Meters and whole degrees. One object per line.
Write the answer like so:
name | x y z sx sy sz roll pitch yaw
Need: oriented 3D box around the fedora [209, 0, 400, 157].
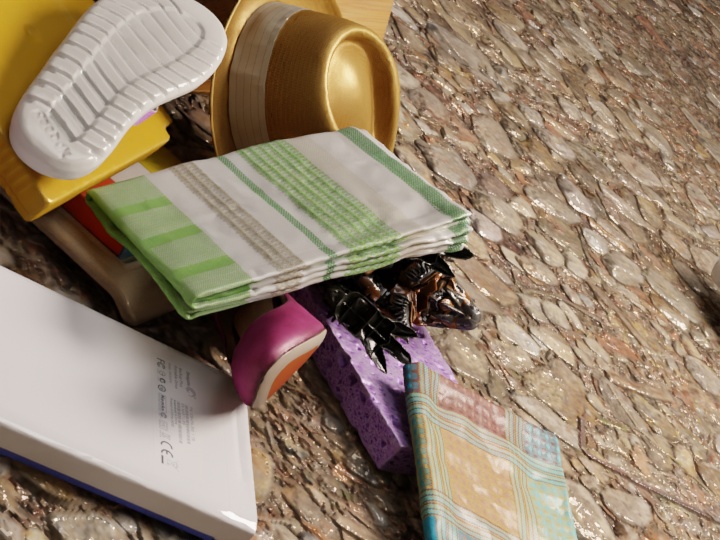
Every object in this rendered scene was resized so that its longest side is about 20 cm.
fedora | -0.027 -0.118 1.197 0.081 0.202 0.200 9 11 29

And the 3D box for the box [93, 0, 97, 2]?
box | -0.212 -0.242 1.237 0.200 0.142 0.036 64 4 39

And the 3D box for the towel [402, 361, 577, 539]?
towel | 0.092 0.161 1.103 0.146 0.022 0.201 29 36 -32

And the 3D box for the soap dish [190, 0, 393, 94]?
soap dish | -0.088 -0.181 1.301 0.200 0.157 0.082 -7 89 -57

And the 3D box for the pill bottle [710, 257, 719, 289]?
pill bottle | 0.427 0.058 1.660 0.111 0.111 0.200 4 44 -51

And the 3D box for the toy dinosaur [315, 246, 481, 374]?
toy dinosaur | 0.000 0.000 1.157 0.199 0.103 0.136 5 13 -23

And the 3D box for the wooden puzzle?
wooden puzzle | -0.166 -0.062 1.131 0.200 0.037 0.185 46 26 10

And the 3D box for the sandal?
sandal | -0.157 -0.116 1.060 0.082 0.050 0.203 42 42 0

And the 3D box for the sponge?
sponge | 0.012 0.058 1.191 0.111 0.030 0.200 11 39 -46

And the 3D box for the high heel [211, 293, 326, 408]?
high heel | -0.073 0.026 1.033 0.096 0.067 0.200 44 -1 -1

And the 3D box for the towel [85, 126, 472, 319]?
towel | -0.050 -0.031 1.055 0.199 0.031 0.149 -16 36 -28

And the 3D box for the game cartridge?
game cartridge | -0.215 -0.140 1.069 0.201 0.032 0.176 57 28 -4

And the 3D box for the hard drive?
hard drive | -0.150 0.071 0.956 0.199 0.025 0.132 28 28 -25
